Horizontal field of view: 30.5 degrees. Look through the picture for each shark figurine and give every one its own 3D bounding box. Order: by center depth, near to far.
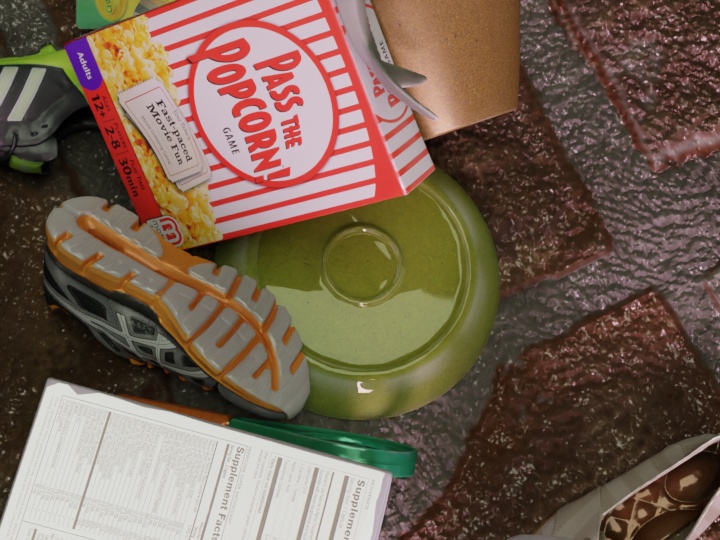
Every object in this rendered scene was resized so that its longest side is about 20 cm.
[{"bbox_3d":[0.019,-0.199,0.710,0.128,0.089,0.215,18,88,-21],"label":"shark figurine"}]

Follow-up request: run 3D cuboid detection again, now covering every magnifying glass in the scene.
[{"bbox_3d":[-0.062,0.104,0.842,0.199,0.080,0.022,8,89,7],"label":"magnifying glass"}]

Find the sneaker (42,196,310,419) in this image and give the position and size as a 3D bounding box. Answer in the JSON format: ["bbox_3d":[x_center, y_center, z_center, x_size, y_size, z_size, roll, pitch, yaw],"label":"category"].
[{"bbox_3d":[-0.120,0.034,0.849,0.200,0.077,0.078,36,41,5],"label":"sneaker"}]

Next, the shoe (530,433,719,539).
[{"bbox_3d":[0.171,0.168,0.855,0.200,0.053,0.070,-35,81,-15],"label":"shoe"}]

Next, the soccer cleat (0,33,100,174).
[{"bbox_3d":[-0.245,-0.098,0.863,0.199,0.068,0.081,-17,82,-26],"label":"soccer cleat"}]

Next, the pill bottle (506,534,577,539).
[{"bbox_3d":[0.107,0.254,0.708,0.112,0.112,0.201,17,69,-1],"label":"pill bottle"}]

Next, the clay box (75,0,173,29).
[{"bbox_3d":[-0.098,-0.210,0.934,0.199,0.048,0.115,1,76,-6],"label":"clay box"}]

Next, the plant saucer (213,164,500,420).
[{"bbox_3d":[0.000,0.000,0.896,0.199,0.031,0.201,2,75,-6],"label":"plant saucer"}]

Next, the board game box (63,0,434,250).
[{"bbox_3d":[-0.071,-0.102,0.816,0.046,0.199,0.152,-43,115,-54],"label":"board game box"}]

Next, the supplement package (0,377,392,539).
[{"bbox_3d":[-0.102,0.172,0.771,0.199,0.152,0.151,15,74,-2],"label":"supplement package"}]

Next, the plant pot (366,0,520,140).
[{"bbox_3d":[0.027,-0.184,0.843,0.186,0.186,0.201,-19,94,-11],"label":"plant pot"}]
